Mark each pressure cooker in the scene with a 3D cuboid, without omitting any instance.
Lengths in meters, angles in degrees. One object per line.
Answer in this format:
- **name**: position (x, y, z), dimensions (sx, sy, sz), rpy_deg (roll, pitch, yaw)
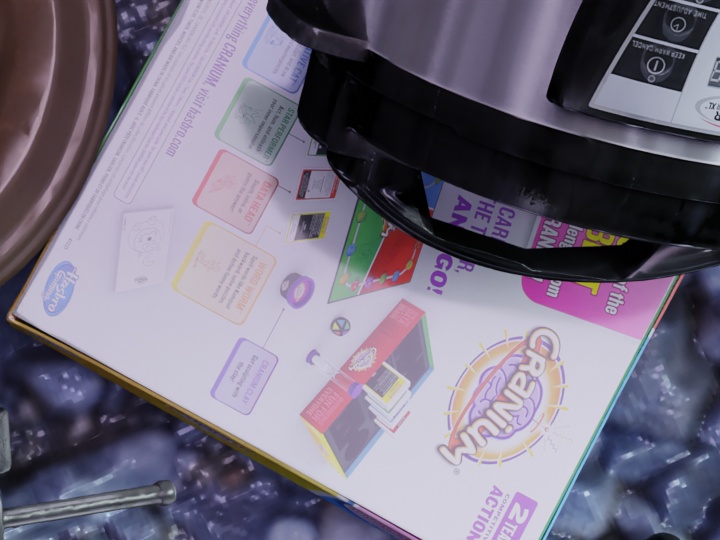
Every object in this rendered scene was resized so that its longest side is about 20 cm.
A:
- **pressure cooker**: position (0.080, -0.092, 0.945), dimensions (0.175, 0.178, 0.201), rpy_deg (23, 108, 19)

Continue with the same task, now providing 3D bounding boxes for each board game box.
- **board game box**: position (0.000, 0.000, 1.043), dimensions (0.199, 0.040, 0.154), rpy_deg (29, 83, -1)

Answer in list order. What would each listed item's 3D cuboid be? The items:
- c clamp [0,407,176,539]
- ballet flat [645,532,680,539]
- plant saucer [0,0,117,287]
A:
- **c clamp**: position (-0.148, -0.001, 0.961), dimensions (0.170, 0.027, 0.201), rpy_deg (-15, 104, -33)
- **ballet flat**: position (0.058, 0.133, 0.985), dimensions (0.068, 0.200, 0.069), rpy_deg (-43, 74, 36)
- **plant saucer**: position (-0.182, -0.074, 1.020), dimensions (0.199, 0.029, 0.201), rpy_deg (-1, 83, 9)
